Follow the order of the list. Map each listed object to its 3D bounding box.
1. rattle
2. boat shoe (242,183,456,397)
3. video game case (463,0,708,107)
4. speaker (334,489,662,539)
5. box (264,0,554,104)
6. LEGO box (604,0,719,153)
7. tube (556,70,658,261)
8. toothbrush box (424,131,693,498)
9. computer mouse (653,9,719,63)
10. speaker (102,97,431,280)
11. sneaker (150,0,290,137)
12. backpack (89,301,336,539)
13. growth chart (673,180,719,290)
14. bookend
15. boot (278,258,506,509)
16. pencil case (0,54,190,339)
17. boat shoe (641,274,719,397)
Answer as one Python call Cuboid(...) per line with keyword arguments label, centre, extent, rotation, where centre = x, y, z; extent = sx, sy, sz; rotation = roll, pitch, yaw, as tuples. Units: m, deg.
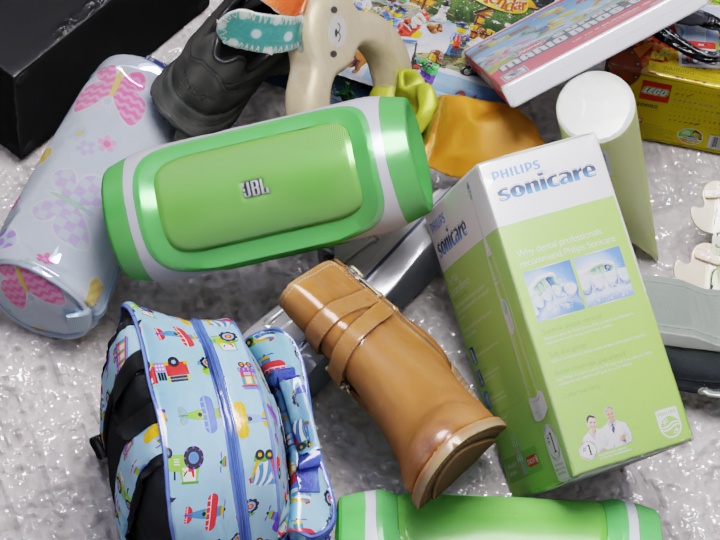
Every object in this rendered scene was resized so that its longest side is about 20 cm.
Cuboid(label="rattle", centre=(0.011, -0.128, 1.617), extent=(0.143, 0.200, 0.130), rotation=(25, 62, 43))
Cuboid(label="boat shoe", centre=(0.000, 0.000, 1.659), extent=(0.065, 0.074, 0.200), rotation=(39, 61, 15))
Cuboid(label="video game case", centre=(0.146, -0.161, 1.656), extent=(0.142, 0.200, 0.018), rotation=(-28, 102, 1))
Cuboid(label="speaker", centre=(0.084, 0.180, 1.539), extent=(0.199, 0.089, 0.089), rotation=(3, 56, -2))
Cuboid(label="box", centre=(0.027, -0.173, 1.795), extent=(0.199, 0.038, 0.137), rotation=(18, 58, 8))
Cuboid(label="LEGO box", centre=(0.279, -0.162, 1.783), extent=(0.199, 0.077, 0.150), rotation=(11, 57, 3))
Cuboid(label="tube", centre=(0.163, -0.068, 1.645), extent=(0.052, 0.200, 0.058), rotation=(-6, 67, 8))
Cuboid(label="toothbrush box", centre=(0.121, 0.033, 1.565), extent=(0.086, 0.146, 0.201), rotation=(-17, 82, -14))
Cuboid(label="computer mouse", centre=(0.294, -0.164, 1.713), extent=(0.199, 0.034, 0.059), rotation=(7, 55, -4))
Cuboid(label="speaker", centre=(-0.059, -0.051, 1.579), extent=(0.199, 0.089, 0.089), rotation=(-13, 56, 9))
Cuboid(label="sneaker", centre=(-0.063, -0.170, 1.694), extent=(0.076, 0.091, 0.200), rotation=(37, 47, -5))
Cuboid(label="backpack", centre=(-0.090, 0.110, 1.503), extent=(0.134, 0.200, 0.183), rotation=(-9, 57, -10))
Cuboid(label="growth chart", centre=(0.299, -0.036, 1.691), extent=(0.144, 0.018, 0.201), rotation=(20, 84, 5))
Cuboid(label="bookend", centre=(-0.245, -0.215, 1.772), extent=(0.200, 0.092, 0.199), rotation=(35, 59, 19))
Cuboid(label="boot", centre=(0.016, 0.059, 1.516), extent=(0.077, 0.200, 0.155), rotation=(-43, 89, 12))
Cuboid(label="pencil case", centre=(-0.178, -0.050, 1.673), extent=(0.090, 0.083, 0.201), rotation=(29, 58, -2))
Cuboid(label="boat shoe", centre=(0.250, 0.053, 1.650), extent=(0.199, 0.060, 0.076), rotation=(15, 43, -6))
